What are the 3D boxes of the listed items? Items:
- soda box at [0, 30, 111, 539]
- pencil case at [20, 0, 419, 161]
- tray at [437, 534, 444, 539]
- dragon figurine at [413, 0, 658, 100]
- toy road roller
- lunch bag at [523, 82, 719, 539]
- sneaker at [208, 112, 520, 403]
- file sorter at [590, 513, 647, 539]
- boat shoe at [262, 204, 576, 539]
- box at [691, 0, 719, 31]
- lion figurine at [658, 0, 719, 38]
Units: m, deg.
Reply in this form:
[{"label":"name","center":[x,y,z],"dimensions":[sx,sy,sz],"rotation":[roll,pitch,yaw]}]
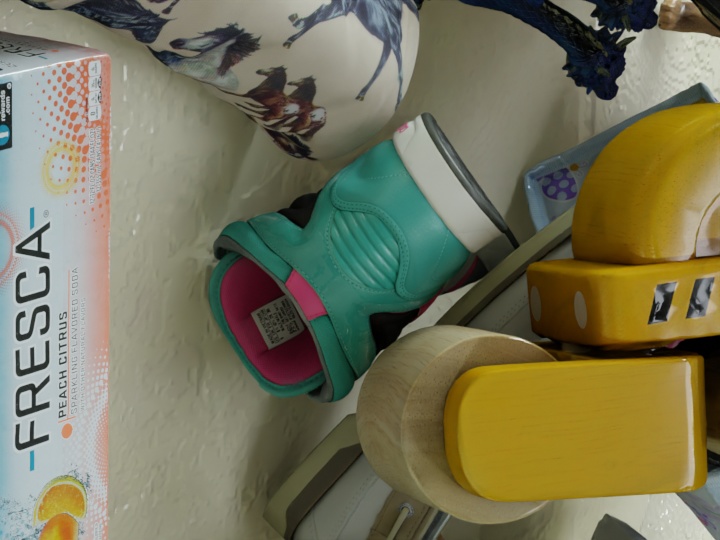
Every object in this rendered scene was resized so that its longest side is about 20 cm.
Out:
[{"label":"soda box","center":[-0.133,0.019,1.013],"dimensions":[0.068,0.064,0.200],"rotation":[-17,114,-50]},{"label":"pencil case","center":[-0.055,-0.104,1.067],"dimensions":[0.200,0.089,0.078],"rotation":[29,50,-54]},{"label":"tray","center":[0.029,0.191,1.202],"dimensions":[0.099,0.037,0.200],"rotation":[59,15,-10]},{"label":"dragon figurine","center":[0.053,-0.143,1.179],"dimensions":[0.200,0.099,0.059],"rotation":[49,62,-49]},{"label":"toy road roller","center":[0.100,0.012,1.087],"dimensions":[0.200,0.123,0.146],"rotation":[-5,93,-13]},{"label":"lunch bag","center":[0.176,0.044,1.319],"dimensions":[0.170,0.127,0.200],"rotation":[45,27,-49]},{"label":"sneaker","center":[0.000,0.000,1.175],"dimensions":[0.121,0.084,0.200],"rotation":[-35,174,3]},{"label":"file sorter","center":[0.146,0.205,1.307],"dimensions":[0.200,0.125,0.139],"rotation":[62,52,-89]},{"label":"boat shoe","center":[0.049,0.057,1.187],"dimensions":[0.200,0.068,0.075],"rotation":[-48,168,19]},{"label":"box","center":[0.177,-0.210,1.170],"dimensions":[0.200,0.050,0.198],"rotation":[-50,136,2]},{"label":"lion figurine","center":[0.219,-0.102,1.396],"dimensions":[0.072,0.122,0.200],"rotation":[-64,144,-18]}]
